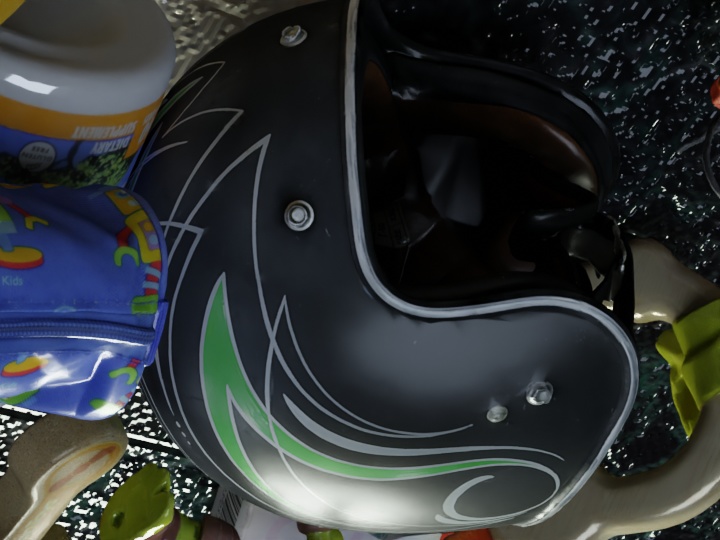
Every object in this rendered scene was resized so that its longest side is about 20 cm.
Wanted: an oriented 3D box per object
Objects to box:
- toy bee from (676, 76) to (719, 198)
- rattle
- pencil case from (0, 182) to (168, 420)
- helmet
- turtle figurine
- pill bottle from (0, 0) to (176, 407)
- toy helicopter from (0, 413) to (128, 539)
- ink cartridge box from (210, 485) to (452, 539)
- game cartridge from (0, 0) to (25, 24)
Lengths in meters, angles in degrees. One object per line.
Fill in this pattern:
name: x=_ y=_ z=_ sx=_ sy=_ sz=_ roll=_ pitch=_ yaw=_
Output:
toy bee: x=0.176 y=-0.104 z=0.796 sx=0.200 sy=0.131 sz=0.109 roll=-33 pitch=175 yaw=-15
rattle: x=0.104 y=0.088 z=0.932 sx=0.200 sy=0.130 sz=0.143 roll=-51 pitch=172 yaw=4
pencil case: x=-0.147 y=0.010 z=0.586 sx=0.200 sy=0.087 sz=0.078 roll=0 pitch=112 yaw=-45
helmet: x=0.000 y=0.000 z=0.753 sx=0.190 sy=0.200 sz=0.200 roll=18 pitch=121 yaw=-12
turtle figurine: x=-0.034 y=0.132 z=0.825 sx=0.064 sy=0.201 sz=0.161 roll=-12 pitch=152 yaw=44
pill bottle: x=-0.151 y=-0.018 z=0.725 sx=0.112 sy=0.112 sz=0.200 roll=9 pitch=124 yaw=-28
toy helicopter: x=-0.163 y=0.117 z=0.812 sx=0.132 sy=0.079 sz=0.200 roll=-5 pitch=145 yaw=-48
ink cartridge box: x=0.019 y=0.145 z=0.976 sx=0.199 sy=0.057 sz=0.163 roll=4 pitch=126 yaw=-19
game cartridge: x=-0.092 y=-0.158 z=0.583 sx=0.032 sy=0.200 sz=0.177 roll=23 pitch=122 yaw=2
